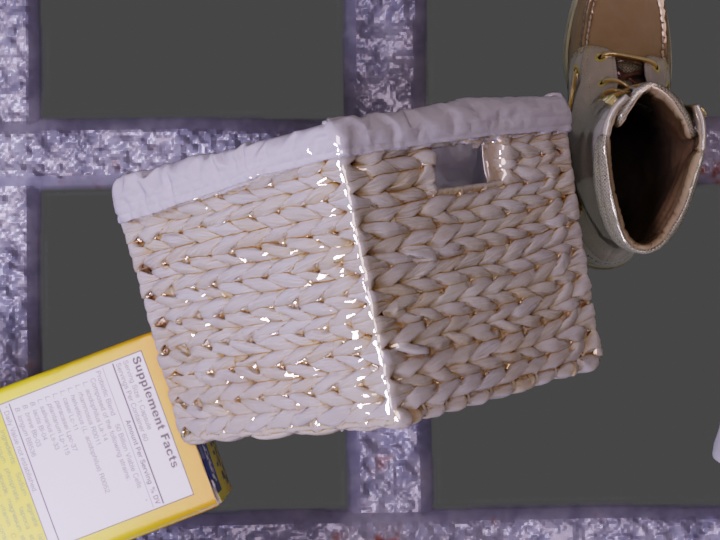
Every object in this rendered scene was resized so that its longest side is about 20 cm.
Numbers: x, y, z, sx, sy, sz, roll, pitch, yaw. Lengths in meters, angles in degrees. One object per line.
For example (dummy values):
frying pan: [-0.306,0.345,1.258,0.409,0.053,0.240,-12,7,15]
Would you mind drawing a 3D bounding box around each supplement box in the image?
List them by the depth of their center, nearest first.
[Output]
supplement box: [-0.190,0.121,1.000,0.199,0.110,0.110,-20,88,-2]

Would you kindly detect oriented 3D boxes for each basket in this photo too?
basket: [0.000,0.000,0.938,0.197,0.199,0.162,-11,91,-45]

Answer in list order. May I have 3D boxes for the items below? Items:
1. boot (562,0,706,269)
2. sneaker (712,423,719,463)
boot: [0.164,-0.104,0.997,0.071,0.155,0.202,5,87,-1]
sneaker: [0.305,0.100,0.998,0.073,0.199,0.117,11,91,-45]
